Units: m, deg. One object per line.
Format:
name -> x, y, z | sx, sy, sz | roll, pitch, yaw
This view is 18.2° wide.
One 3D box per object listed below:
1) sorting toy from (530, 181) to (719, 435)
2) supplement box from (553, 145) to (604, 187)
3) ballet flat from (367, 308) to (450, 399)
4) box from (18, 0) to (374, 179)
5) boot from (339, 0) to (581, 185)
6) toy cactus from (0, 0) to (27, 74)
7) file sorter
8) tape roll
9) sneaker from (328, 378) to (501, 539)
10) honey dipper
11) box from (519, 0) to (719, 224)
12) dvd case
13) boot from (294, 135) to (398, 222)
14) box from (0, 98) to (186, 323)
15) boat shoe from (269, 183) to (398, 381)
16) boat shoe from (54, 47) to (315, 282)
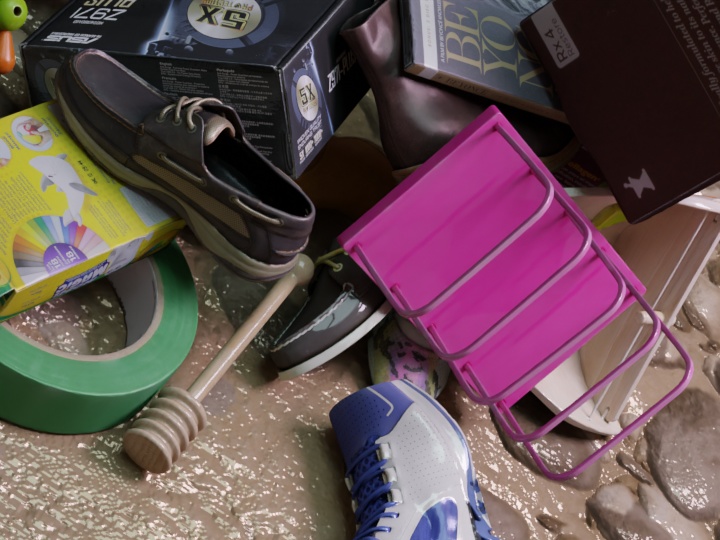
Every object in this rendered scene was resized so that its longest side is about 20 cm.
sorting toy -> 0.151, 0.005, 1.630 | 0.180, 0.200, 0.107 | 10, 24, -46
supplement box -> 0.175, -0.105, 1.739 | 0.110, 0.200, 0.086 | 30, 42, -12
ballet flat -> 0.056, 0.017, 1.636 | 0.069, 0.071, 0.200 | 32, 41, -8
box -> -0.108, -0.147, 1.564 | 0.200, 0.086, 0.164 | 7, 34, 22
boot -> 0.076, -0.133, 1.584 | 0.200, 0.072, 0.167 | -37, 108, -47
toy cactus -> -0.265, -0.211, 1.546 | 0.102, 0.201, 0.165 | 6, 11, -3
file sorter -> 0.111, 0.023, 1.505 | 0.200, 0.139, 0.125 | 47, 5, -35
tape roll -> -0.204, 0.010, 1.458 | 0.200, 0.048, 0.201 | 21, 43, -21
sneaker -> 0.024, 0.167, 1.468 | 0.115, 0.081, 0.200 | -7, 60, -44
honey dipper -> -0.087, 0.053, 1.482 | 0.038, 0.038, 0.200 | 39, 54, -2
box -> 0.256, -0.160, 1.562 | 0.200, 0.164, 0.166 | -26, 86, -46
dvd case -> 0.111, -0.180, 1.583 | 0.200, 0.016, 0.149 | 15, 58, -31
boot -> -0.058, -0.056, 1.625 | 0.201, 0.071, 0.144 | 38, 45, 5
box -> -0.210, -0.039, 1.424 | 0.117, 0.048, 0.200 | 51, 38, 11
boat shoe -> 0.000, 0.000, 1.575 | 0.201, 0.072, 0.061 | -42, 107, -32
boat shoe -> -0.107, -0.081, 1.455 | 0.200, 0.073, 0.075 | 40, 37, -4
